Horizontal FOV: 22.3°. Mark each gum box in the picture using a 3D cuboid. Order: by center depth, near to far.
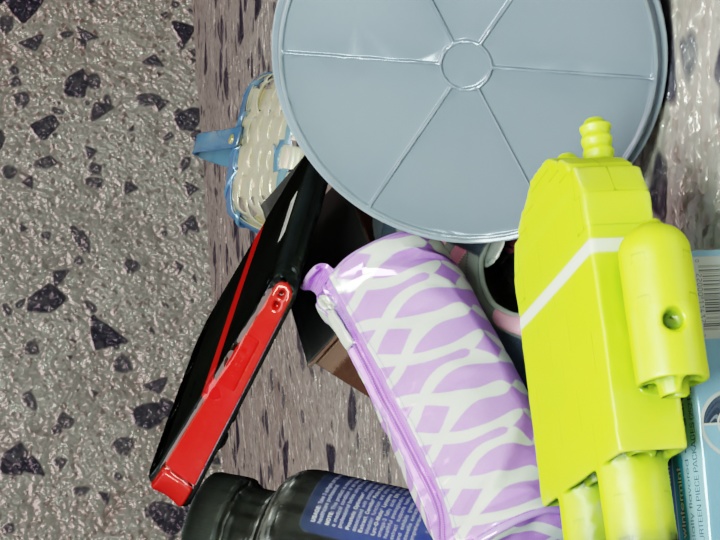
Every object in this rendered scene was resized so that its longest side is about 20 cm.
[{"bbox_3d":[0.145,0.090,0.862,0.200,0.044,0.171,136,131,-77],"label":"gum box"}]

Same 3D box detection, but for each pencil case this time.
[{"bbox_3d":[0.042,0.069,0.951,0.084,0.085,0.200,-56,48,36],"label":"pencil case"}]

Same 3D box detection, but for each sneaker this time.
[{"bbox_3d":[0.071,-0.003,1.053,0.200,0.070,0.082,57,133,44],"label":"sneaker"}]

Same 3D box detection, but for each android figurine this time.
[{"bbox_3d":[0.107,0.033,0.824,0.182,0.041,0.201,116,152,-68],"label":"android figurine"}]

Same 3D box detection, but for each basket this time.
[{"bbox_3d":[-0.024,-0.080,1.425,0.200,0.176,0.140,-11,67,66],"label":"basket"}]

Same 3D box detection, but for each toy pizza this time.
[{"bbox_3d":[0.054,-0.108,0.924,0.032,0.199,0.201,-73,-13,-63],"label":"toy pizza"}]

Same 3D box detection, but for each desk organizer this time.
[{"bbox_3d":[0.000,0.000,1.176,0.072,0.077,0.200,-47,29,17],"label":"desk organizer"}]

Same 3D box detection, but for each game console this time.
[{"bbox_3d":[-0.064,0.029,1.086,0.177,0.031,0.200,-57,10,28],"label":"game console"}]

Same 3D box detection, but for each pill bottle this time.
[{"bbox_3d":[0.004,0.172,1.012,0.112,0.199,0.112,11,-90,-75],"label":"pill bottle"}]
